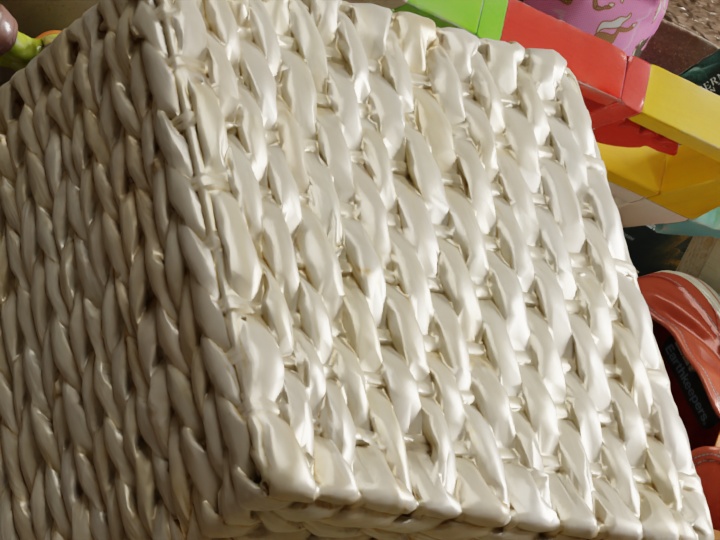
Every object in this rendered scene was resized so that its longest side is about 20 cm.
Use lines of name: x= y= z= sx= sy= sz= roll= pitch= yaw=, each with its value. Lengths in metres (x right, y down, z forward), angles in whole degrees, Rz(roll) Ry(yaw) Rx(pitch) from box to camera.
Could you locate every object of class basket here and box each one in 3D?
basket: x=-0.023 y=0.034 z=0.901 sx=0.197 sy=0.161 sz=0.201 roll=11 pitch=54 yaw=-39

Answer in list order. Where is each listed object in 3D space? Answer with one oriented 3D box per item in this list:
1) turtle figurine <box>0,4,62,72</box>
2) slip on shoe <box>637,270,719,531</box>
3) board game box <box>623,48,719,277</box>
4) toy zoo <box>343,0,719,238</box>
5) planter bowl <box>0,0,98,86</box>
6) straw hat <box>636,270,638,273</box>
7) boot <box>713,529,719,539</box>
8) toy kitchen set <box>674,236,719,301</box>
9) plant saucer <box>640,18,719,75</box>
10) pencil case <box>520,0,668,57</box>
turtle figurine: x=-0.104 y=-0.055 z=1.145 sx=0.200 sy=0.064 sz=0.161 roll=48 pitch=5 yaw=-34
slip on shoe: x=0.138 y=0.088 z=1.093 sx=0.061 sy=0.074 sz=0.201 roll=3 pitch=54 yaw=-46
board game box: x=0.168 y=-0.034 z=1.243 sx=0.200 sy=0.135 sz=0.028 roll=27 pitch=36 yaw=-54
toy zoo: x=0.058 y=-0.055 z=1.027 sx=0.199 sy=0.021 sz=0.131 roll=22 pitch=-19 yaw=-26
planter bowl: x=-0.119 y=-0.140 z=1.269 sx=0.200 sy=0.200 sz=0.135 roll=-14 pitch=69 yaw=-54
straw hat: x=0.000 y=0.000 z=1.108 sx=0.200 sy=0.086 sz=0.201 roll=22 pitch=1 yaw=0
boot: x=0.074 y=0.133 z=0.988 sx=0.155 sy=0.077 sz=0.200 roll=25 pitch=34 yaw=23
toy kitchen set: x=0.236 y=0.037 z=1.202 sx=0.163 sy=0.181 sz=0.200 roll=35 pitch=26 yaw=24
plant saucer: x=0.120 y=-0.053 z=1.340 sx=0.199 sy=0.201 sz=0.037 roll=24 pitch=65 yaw=2
pencil case: x=0.061 y=-0.070 z=1.237 sx=0.083 sy=0.201 sz=0.086 roll=33 pitch=13 yaw=12
